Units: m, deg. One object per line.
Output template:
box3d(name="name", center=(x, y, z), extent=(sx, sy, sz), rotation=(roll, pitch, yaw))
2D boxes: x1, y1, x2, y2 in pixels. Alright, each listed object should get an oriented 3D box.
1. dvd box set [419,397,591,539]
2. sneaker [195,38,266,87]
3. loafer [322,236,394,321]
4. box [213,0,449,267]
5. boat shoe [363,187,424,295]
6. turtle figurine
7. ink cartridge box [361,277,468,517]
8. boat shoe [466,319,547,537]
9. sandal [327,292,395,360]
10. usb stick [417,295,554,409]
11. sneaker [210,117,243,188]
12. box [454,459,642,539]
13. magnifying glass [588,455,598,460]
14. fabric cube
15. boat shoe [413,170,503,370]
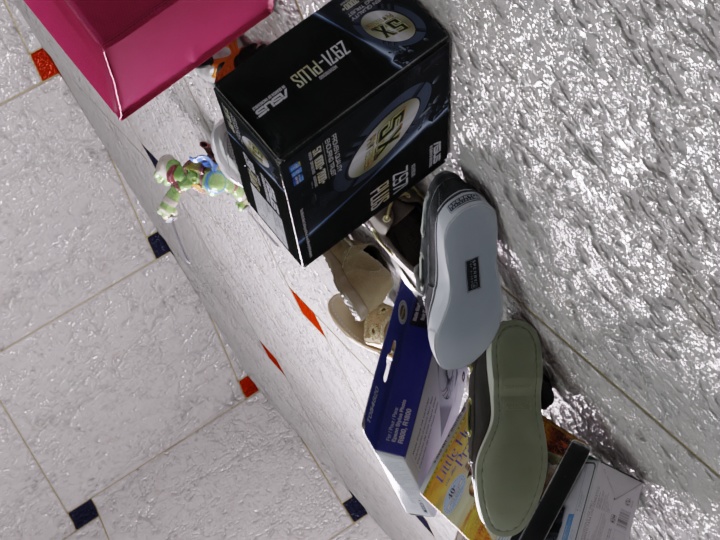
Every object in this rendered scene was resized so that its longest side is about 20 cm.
box3d(name="dvd box set", center=(0.141, 0.204, 1.302), extent=(0.029, 0.147, 0.200), rotation=(27, -177, -25))
box3d(name="sneaker", center=(-0.118, -0.203, 1.439), extent=(0.092, 0.076, 0.200), rotation=(51, 179, -29))
box3d(name="loafer", center=(0.000, 0.000, 1.557), extent=(0.076, 0.067, 0.200), rotation=(62, -179, -26))
box3d(name="box", center=(-0.016, -0.115, 1.030), extent=(0.086, 0.163, 0.200), rotation=(48, 167, 19))
box3d(name="boat shoe", center=(0.035, -0.054, 1.247), extent=(0.201, 0.072, 0.059), rotation=(53, 163, -19))
box3d(name="turtle figurine", center=(-0.256, -0.110, 2.048), extent=(0.201, 0.143, 0.194), rotation=(63, 169, -28))
box3d(name="ink cartridge box", center=(0.066, 0.141, 1.427), extent=(0.040, 0.201, 0.200), rotation=(2, 146, 22))
box3d(name="boat shoe", center=(0.136, 0.150, 1.228), extent=(0.061, 0.071, 0.203), rotation=(163, 113, -72))
box3d(name="sandal", center=(0.048, 0.076, 1.615), extent=(0.212, 0.077, 0.070), rotation=(43, 146, 21))
box3d(name="usb stick", center=(0.128, 0.076, 1.341), extent=(0.200, 0.033, 0.056), rotation=(42, 168, 42))
box3d(name="sneaker", center=(-0.114, -0.122, 1.674), extent=(0.200, 0.075, 0.082), rotation=(51, 156, -21))
box3d(name="box", center=(0.181, 0.251, 1.286), extent=(0.060, 0.117, 0.200), rotation=(27, 163, -24))
box3d(name="magnifying glass", center=(0.206, 0.217, 1.366), extent=(0.199, 0.022, 0.080), rotation=(12, 131, 50))
box3d(name="fabric cube", center=(-0.212, -0.296, 1.186), extent=(0.200, 0.200, 0.196), rotation=(52, 167, 4))
box3d(name="boat shoe", center=(0.082, 0.001, 1.163), extent=(0.068, 0.073, 0.200), rotation=(-125, 19, -45))
